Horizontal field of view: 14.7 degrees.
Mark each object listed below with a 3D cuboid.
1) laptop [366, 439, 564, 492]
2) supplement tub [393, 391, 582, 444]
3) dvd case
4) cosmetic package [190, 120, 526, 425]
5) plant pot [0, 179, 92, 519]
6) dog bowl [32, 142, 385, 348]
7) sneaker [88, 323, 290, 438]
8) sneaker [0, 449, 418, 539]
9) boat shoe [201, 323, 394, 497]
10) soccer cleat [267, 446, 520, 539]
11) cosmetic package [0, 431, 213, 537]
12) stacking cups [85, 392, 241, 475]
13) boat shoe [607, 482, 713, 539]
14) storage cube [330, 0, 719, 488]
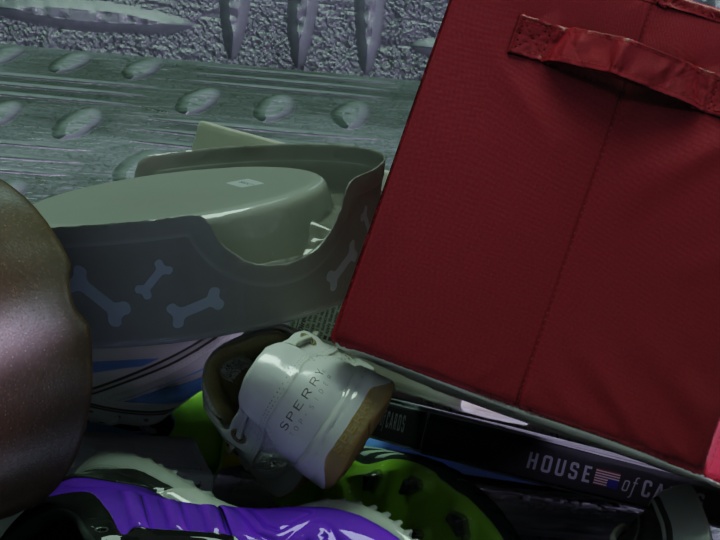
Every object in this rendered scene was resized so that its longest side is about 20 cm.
[{"bbox_3d":[0.090,0.043,1.558,0.186,0.201,0.116,8,-23,13],"label":"laptop"},{"bbox_3d":[0.103,0.028,1.460,0.199,0.133,0.132,8,11,17],"label":"supplement tub"},{"bbox_3d":[0.101,0.094,1.343,0.199,0.025,0.150,14,-3,-15],"label":"dvd case"},{"bbox_3d":[0.000,0.000,1.381,0.199,0.106,0.071,18,0,34],"label":"cosmetic package"},{"bbox_3d":[-0.227,0.045,1.115,0.200,0.202,0.198,14,17,41],"label":"plant pot"},{"bbox_3d":[-0.083,-0.012,1.263,0.199,0.059,0.200,-6,11,1],"label":"dog bowl"},{"bbox_3d":[-0.129,0.050,1.318,0.199,0.073,0.072,-9,7,-11],"label":"sneaker"},{"bbox_3d":[-0.067,0.132,1.145,0.199,0.070,0.099,9,19,33],"label":"sneaker"},{"bbox_3d":[-0.036,0.053,1.224,0.069,0.071,0.200,33,-11,-5],"label":"boat shoe"},{"bbox_3d":[0.029,0.112,1.281,0.081,0.068,0.200,0,8,-30],"label":"soccer cleat"},{"bbox_3d":[-0.171,0.103,1.271,0.199,0.051,0.083,4,6,-9],"label":"cosmetic package"},{"bbox_3d":[-0.130,0.079,1.362,0.199,0.061,0.060,-7,15,-28],"label":"stacking cups"},{"bbox_3d":[0.121,0.134,1.179,0.063,0.071,0.200,-15,-1,4],"label":"boat shoe"},{"bbox_3d":[0.114,-0.016,1.188,0.170,0.181,0.200,19,-4,17],"label":"storage cube"}]
